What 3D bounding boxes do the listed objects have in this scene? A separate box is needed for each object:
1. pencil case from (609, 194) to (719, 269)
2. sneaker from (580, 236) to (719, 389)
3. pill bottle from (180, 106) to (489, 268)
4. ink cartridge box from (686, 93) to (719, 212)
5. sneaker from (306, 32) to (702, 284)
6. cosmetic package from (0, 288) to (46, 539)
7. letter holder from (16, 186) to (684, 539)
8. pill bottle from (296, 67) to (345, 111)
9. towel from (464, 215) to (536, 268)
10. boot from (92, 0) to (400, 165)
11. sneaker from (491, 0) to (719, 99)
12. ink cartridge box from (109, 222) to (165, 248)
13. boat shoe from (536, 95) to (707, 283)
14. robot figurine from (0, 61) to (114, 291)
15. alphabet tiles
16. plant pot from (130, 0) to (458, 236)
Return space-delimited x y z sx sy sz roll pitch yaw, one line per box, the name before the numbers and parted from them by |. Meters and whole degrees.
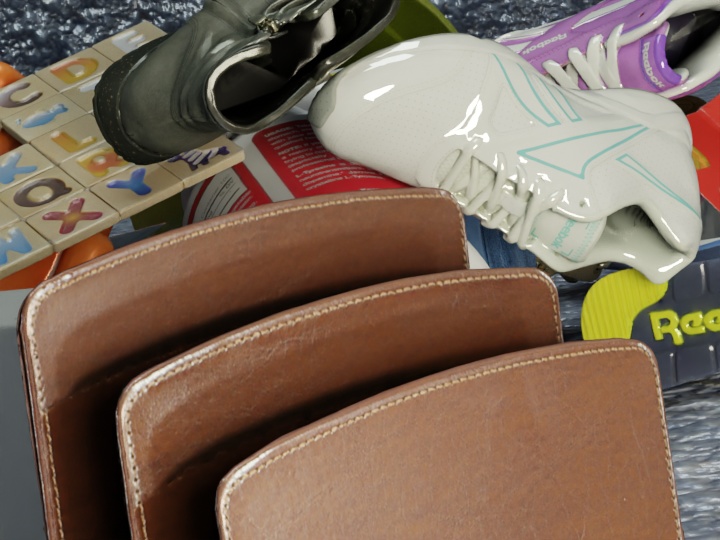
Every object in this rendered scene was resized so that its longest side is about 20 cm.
pencil case | 0.179 -0.037 1.455 0.090 0.084 0.199 5 0 -35
sneaker | 0.204 0.011 1.181 0.199 0.075 0.082 -3 7 26
pill bottle | -0.017 -0.004 1.177 0.111 0.113 0.200 -10 26 -15
ink cartridge box | 0.250 -0.049 1.305 0.199 0.161 0.050 -16 -34 -55
sneaker | 0.071 -0.047 1.122 0.199 0.081 0.071 10 -40 -28
cosmetic package | -0.126 0.064 1.010 0.198 0.109 0.085 -7 9 22
letter holder | 0.000 0.049 0.854 0.199 0.143 0.100 -14 10 -41
pill bottle | 0.019 -0.066 1.470 0.111 0.113 0.200 -3 9 29
towel | 0.000 0.000 1.311 0.199 0.112 0.048 -1 22 38
boot | -0.018 -0.114 1.136 0.200 0.068 0.130 -44 20 -28
sneaker | 0.106 -0.095 1.302 0.200 0.073 0.114 -32 9 -12
ink cartridge box | -0.241 0.004 1.563 0.162 0.057 0.199 -32 -4 40
boat shoe | 0.105 -0.026 1.368 0.199 0.065 0.072 -31 19 -6
robot figurine | -0.199 -0.003 1.301 0.143 0.201 0.117 26 -11 -2
alphabet tiles | -0.120 -0.067 1.210 0.199 0.008 0.167 -28 33 -20
plant pot | -0.046 -0.067 1.636 0.199 0.202 0.192 -15 -1 -41
